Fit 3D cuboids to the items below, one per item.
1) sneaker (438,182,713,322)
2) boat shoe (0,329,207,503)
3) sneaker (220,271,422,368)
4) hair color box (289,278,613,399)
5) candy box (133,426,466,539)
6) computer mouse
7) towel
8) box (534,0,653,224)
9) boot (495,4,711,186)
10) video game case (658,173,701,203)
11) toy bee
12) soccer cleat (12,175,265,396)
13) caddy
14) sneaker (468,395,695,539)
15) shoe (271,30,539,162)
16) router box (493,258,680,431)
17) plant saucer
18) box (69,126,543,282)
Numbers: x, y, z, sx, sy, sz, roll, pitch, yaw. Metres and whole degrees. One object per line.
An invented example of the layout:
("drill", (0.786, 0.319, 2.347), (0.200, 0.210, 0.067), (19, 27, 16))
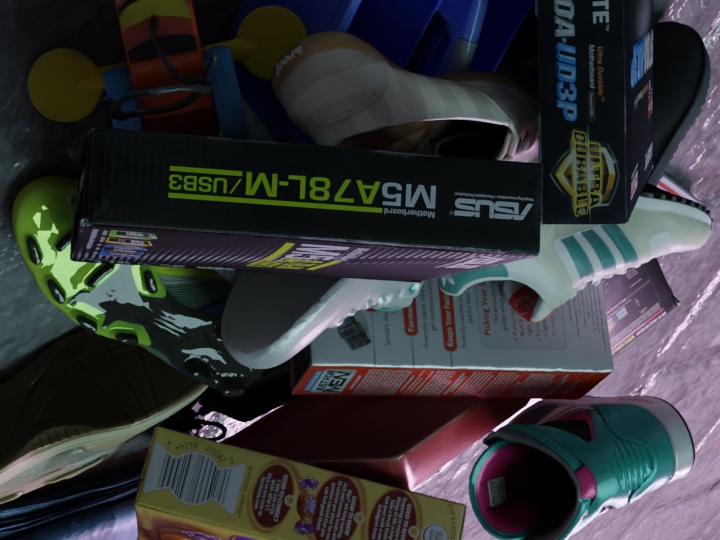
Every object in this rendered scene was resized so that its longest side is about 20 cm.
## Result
("sneaker", (0.130, -0.015, 0.928), (0.199, 0.070, 0.094), (5, 105, -31))
("boat shoe", (-0.182, 0.093, 0.906), (0.199, 0.072, 0.065), (-25, 156, -19))
("sneaker", (0.000, 0.000, 0.871), (0.200, 0.075, 0.089), (-49, 134, -31))
("hair color box", (0.055, 0.022, 0.956), (0.199, 0.112, 0.064), (3, 156, -16))
("candy box", (-0.041, 0.162, 0.943), (0.117, 0.199, 0.057), (108, -5, -67))
("computer mouse", (-0.061, 0.057, 1.024), (0.199, 0.053, 0.139), (-23, 159, -14))
("towel", (-0.194, 0.191, 1.055), (0.199, 0.049, 0.112), (-15, 143, -41))
("box", (0.129, -0.119, 0.795), (0.200, 0.046, 0.160), (-38, 127, -71))
("boot", (0.160, -0.149, 0.980), (0.200, 0.065, 0.166), (45, 59, -45))
("video game case", (0.206, -0.005, 1.299), (0.200, 0.017, 0.143), (-48, 152, 13))
("toy bee", (-0.086, -0.109, 0.706), (0.130, 0.109, 0.200), (-8, 172, -25))
("soccer cleat", (-0.129, 0.005, 0.846), (0.065, 0.084, 0.200), (-46, 132, 5))
("caddy", (0.019, -0.129, 0.787), (0.141, 0.105, 0.201), (-12, 141, -44))
("sneaker", (0.116, 0.136, 0.985), (0.120, 0.084, 0.200), (-17, 177, -28))
("shoe", (0.036, -0.065, 0.737), (0.199, 0.054, 0.070), (9, 132, -48))
("router box", (0.154, 0.036, 1.215), (0.200, 0.062, 0.150), (-37, 142, 1))
("plant saucer", (0.011, 0.111, 1.036), (0.199, 0.037, 0.200), (-9, -169, 40))
("box", (-0.036, -0.025, 0.692), (0.192, 0.048, 0.200), (6, 175, -13))
